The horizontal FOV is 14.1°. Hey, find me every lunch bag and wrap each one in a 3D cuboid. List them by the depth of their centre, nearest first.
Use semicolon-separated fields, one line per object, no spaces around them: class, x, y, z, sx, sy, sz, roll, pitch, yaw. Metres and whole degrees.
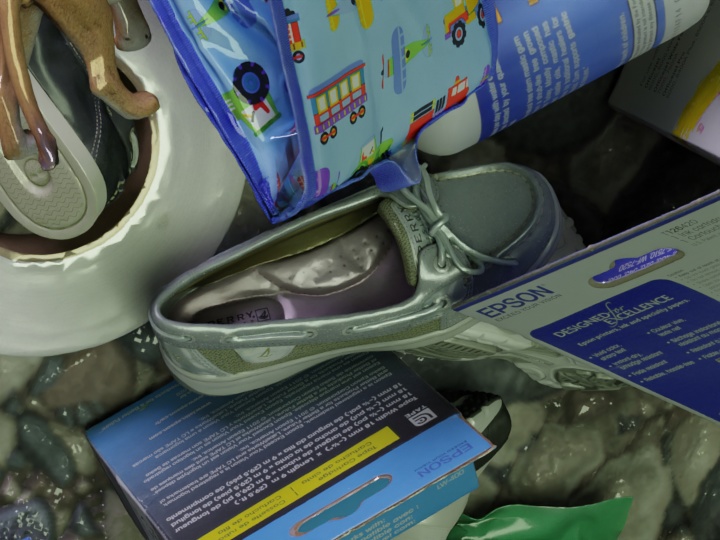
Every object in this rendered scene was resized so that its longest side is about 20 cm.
lunch bag;-0.012;-0.127;1.232;0.151;0.094;0.200;-38;112;-45

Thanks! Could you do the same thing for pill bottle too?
pill bottle;0.055;-0.124;1.374;0.200;0.112;0.112;-29;115;-12

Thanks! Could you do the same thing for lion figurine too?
lion figurine;-0.113;-0.135;1.226;0.072;0.200;0.123;-6;117;17

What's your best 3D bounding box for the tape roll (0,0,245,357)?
tape roll;-0.149;-0.059;1.354;0.202;0.037;0.203;-7;110;-21

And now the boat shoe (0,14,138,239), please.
boat shoe;-0.160;-0.114;1.286;0.068;0.072;0.200;-47;117;-46

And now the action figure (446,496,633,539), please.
action figure;0.040;0.167;1.500;0.199;0.055;0.118;5;108;-19

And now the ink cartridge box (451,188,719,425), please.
ink cartridge box;0.180;0.007;1.322;0.200;0.197;0.047;25;59;-31

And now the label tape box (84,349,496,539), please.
label tape box;-0.027;0.102;1.364;0.144;0.200;0.063;-30;119;-11

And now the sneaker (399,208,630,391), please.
sneaker;0.097;0.004;1.457;0.200;0.078;0.100;15;74;-39

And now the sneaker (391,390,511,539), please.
sneaker;0.008;0.134;1.439;0.200;0.074;0.080;-42;113;-30

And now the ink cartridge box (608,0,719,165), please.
ink cartridge box;0.247;-0.095;1.414;0.147;0.200;0.145;24;95;-27

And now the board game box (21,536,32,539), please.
board game box;-0.177;0.241;1.421;0.135;0.034;0.200;-24;115;6

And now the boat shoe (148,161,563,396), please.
boat shoe;-0.001;-0.001;1.357;0.201;0.065;0.075;-18;69;-2
